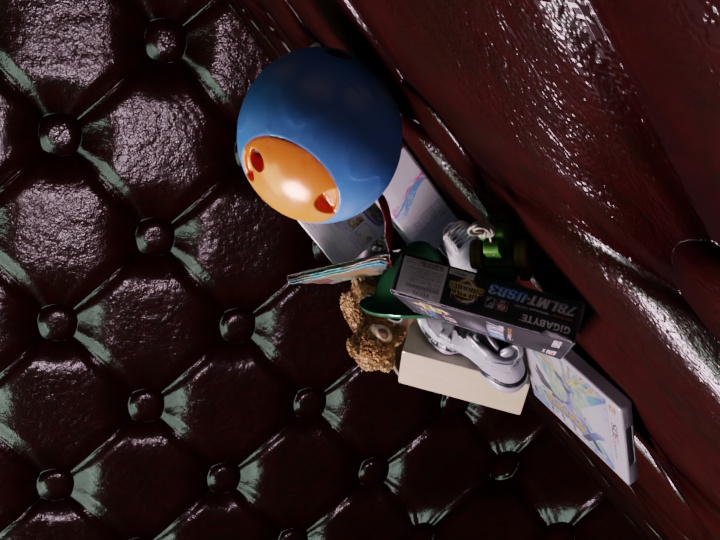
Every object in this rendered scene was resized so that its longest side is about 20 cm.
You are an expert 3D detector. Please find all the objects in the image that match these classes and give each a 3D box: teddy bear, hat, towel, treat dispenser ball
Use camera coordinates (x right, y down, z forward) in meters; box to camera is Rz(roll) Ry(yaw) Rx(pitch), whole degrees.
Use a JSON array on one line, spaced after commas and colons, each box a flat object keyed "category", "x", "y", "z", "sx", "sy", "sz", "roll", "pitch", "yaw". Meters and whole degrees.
[{"category": "teddy bear", "x": 0.026, "y": 0.080, "z": 1.398, "sx": 0.147, "sy": 0.066, "sz": 0.200, "roll": 56, "pitch": -158, "yaw": -11}, {"category": "hat", "x": 0.075, "y": -0.035, "z": 1.166, "sx": 0.200, "sy": 0.161, "sz": 0.181, "roll": -147, "pitch": 52, "yaw": -75}, {"category": "towel", "x": 0.000, "y": 0.000, "z": 1.315, "sx": 0.146, "sy": 0.196, "sz": 0.022, "roll": 2, "pitch": -102, "yaw": -58}, {"category": "treat dispenser ball", "x": -0.048, "y": -0.158, "z": 0.978, "sx": 0.202, "sy": 0.200, "sz": 0.201, "roll": 50, "pitch": -179, "yaw": -2}]

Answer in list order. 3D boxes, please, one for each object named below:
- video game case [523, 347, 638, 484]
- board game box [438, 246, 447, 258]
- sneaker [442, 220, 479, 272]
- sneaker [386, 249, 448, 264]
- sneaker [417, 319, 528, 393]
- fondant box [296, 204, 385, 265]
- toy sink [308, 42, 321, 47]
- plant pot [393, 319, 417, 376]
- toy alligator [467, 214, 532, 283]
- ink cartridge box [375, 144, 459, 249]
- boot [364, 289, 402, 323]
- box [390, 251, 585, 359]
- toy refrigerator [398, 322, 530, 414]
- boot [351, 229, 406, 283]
[{"category": "video game case", "x": 0.291, "y": 0.171, "z": 1.112, "sx": 0.200, "sy": 0.022, "sz": 0.184, "roll": 47, "pitch": 165, "yaw": 44}, {"category": "board game box", "x": 0.154, "y": -0.050, "z": 1.452, "sx": 0.127, "sy": 0.034, "sz": 0.200, "roll": 50, "pitch": -178, "yaw": -28}, {"category": "sneaker", "x": 0.144, "y": -0.024, "z": 1.118, "sx": 0.082, "sy": 0.075, "sz": 0.200, "roll": 59, "pitch": 180, "yaw": -4}, {"category": "sneaker", "x": 0.100, "y": -0.014, "z": 1.590, "sx": 0.075, "sy": 0.114, "sz": 0.204, "roll": 21, "pitch": -133, "yaw": -46}, {"category": "sneaker", "x": 0.161, "y": 0.086, "z": 1.198, "sx": 0.199, "sy": 0.075, "sz": 0.116, "roll": 37, "pitch": 159, "yaw": 26}, {"category": "fondant box", "x": -0.007, "y": -0.121, "z": 1.383, "sx": 0.145, "sy": 0.199, "sz": 0.058, "roll": 50, "pitch": -175, "yaw": -17}, {"category": "toy sink", "x": -0.076, "y": -0.266, "z": 1.314, "sx": 0.113, "sy": 0.130, "sz": 0.200, "roll": 51, "pitch": -178, "yaw": 15}, {"category": "plant pot", "x": 0.175, "y": 0.110, "z": 1.453, "sx": 0.180, "sy": 0.204, "sz": 0.201, "roll": 15, "pitch": -160, "yaw": -29}, {"category": "toy alligator", "x": 0.143, "y": -0.031, "z": 0.858, "sx": 0.200, "sy": 0.058, "sz": 0.056, "roll": 47, "pitch": -135, "yaw": -63}, {"category": "ink cartridge box", "x": 0.054, "y": -0.132, "z": 1.272, "sx": 0.201, "sy": 0.085, "sz": 0.148, "roll": 53, "pitch": -179, "yaw": -18}, {"category": "boot", "x": 0.057, "y": 0.027, "z": 1.363, "sx": 0.199, "sy": 0.128, "sz": 0.069, "roll": 20, "pitch": 124, "yaw": 61}, {"category": "box", "x": 0.143, "y": 0.043, "z": 0.923, "sx": 0.194, "sy": 0.051, "sz": 0.200, "roll": 18, "pitch": 174, "yaw": 12}, {"category": "toy refrigerator", "x": 0.162, "y": 0.149, "z": 1.280, "sx": 0.195, "sy": 0.071, "sz": 0.077, "roll": 13, "pitch": 135, "yaw": 9}, {"category": "boot", "x": 0.038, "y": -0.044, "z": 1.518, "sx": 0.156, "sy": 0.079, "sz": 0.216, "roll": 8, "pitch": 119, "yaw": 51}]
